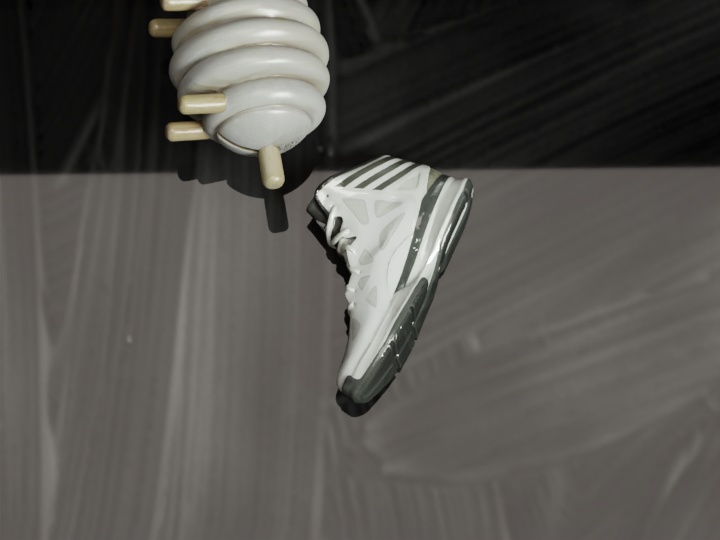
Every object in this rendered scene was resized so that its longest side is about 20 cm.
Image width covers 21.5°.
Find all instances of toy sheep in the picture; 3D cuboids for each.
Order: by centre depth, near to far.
[{"bbox_3d":[-0.088,-0.155,1.474,0.138,0.138,0.200,-9,75,-3],"label":"toy sheep"}]

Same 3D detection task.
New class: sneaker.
[{"bbox_3d":[0.000,0.000,1.483,0.115,0.076,0.201,22,71,12],"label":"sneaker"}]
